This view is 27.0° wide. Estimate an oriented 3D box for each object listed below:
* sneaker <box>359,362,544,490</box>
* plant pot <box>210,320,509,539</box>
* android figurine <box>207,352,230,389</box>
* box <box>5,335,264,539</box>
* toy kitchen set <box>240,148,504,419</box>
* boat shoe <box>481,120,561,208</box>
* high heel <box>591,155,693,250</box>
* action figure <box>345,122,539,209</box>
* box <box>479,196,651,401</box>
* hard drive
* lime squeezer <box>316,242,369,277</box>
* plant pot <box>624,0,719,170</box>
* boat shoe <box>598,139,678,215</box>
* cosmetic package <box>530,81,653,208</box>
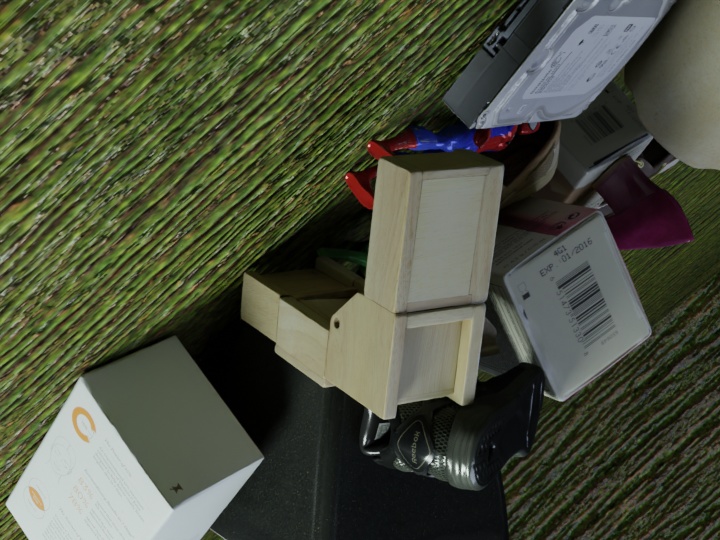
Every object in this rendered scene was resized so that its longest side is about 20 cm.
[{"bbox_3d":[0.072,0.107,1.137,0.199,0.114,0.077,-22,121,-62],"label":"sneaker"},{"bbox_3d":[-0.007,0.129,1.228,0.199,0.199,0.178,-8,109,-36],"label":"plant pot"},{"bbox_3d":[-0.134,0.130,1.351,0.182,0.041,0.200,-37,165,-7],"label":"android figurine"},{"bbox_3d":[-0.182,0.166,1.182,0.097,0.125,0.200,-25,161,-43],"label":"box"},{"bbox_3d":[0.036,-0.017,1.106,0.163,0.200,0.181,-7,113,-34],"label":"toy kitchen set"},{"bbox_3d":[0.088,-0.070,1.240,0.200,0.071,0.065,-38,158,-26],"label":"boat shoe"},{"bbox_3d":[0.220,-0.010,1.378,0.067,0.096,0.200,-19,156,-48],"label":"high heel"},{"bbox_3d":[0.076,-0.096,1.167,0.200,0.052,0.066,-27,157,-43],"label":"action figure"},{"bbox_3d":[0.134,0.015,1.297,0.109,0.128,0.200,-34,-158,-18],"label":"box"},{"bbox_3d":[0.158,-0.171,1.132,0.140,0.038,0.200,-51,160,26],"label":"hard drive"},{"bbox_3d":[0.000,0.000,1.317,0.070,0.038,0.200,-5,163,0],"label":"lime squeezer"},{"bbox_3d":[0.320,-0.183,1.221,0.200,0.201,0.183,-23,166,-44],"label":"plant pot"},{"bbox_3d":[0.273,-0.112,1.543,0.200,0.072,0.060,-34,159,-32],"label":"boat shoe"},{"bbox_3d":[0.182,-0.080,1.413,0.105,0.071,0.200,-30,163,-31],"label":"cosmetic package"}]
